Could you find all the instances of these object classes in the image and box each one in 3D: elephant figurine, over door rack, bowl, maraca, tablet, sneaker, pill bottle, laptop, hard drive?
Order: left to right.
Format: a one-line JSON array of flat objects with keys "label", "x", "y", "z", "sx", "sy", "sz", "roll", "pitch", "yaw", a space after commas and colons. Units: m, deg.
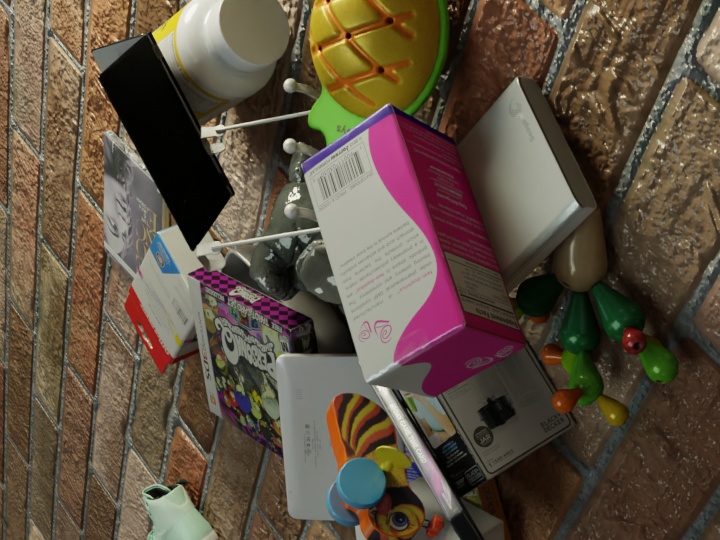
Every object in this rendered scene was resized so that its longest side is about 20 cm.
[{"label": "laptop", "x": -0.221, "y": -0.128, "z": 1.320, "sx": 0.199, "sy": 0.116, "sz": 0.189, "roll": 0, "pitch": 123, "yaw": 52}, {"label": "sneaker", "x": -0.295, "y": 0.378, "z": 1.957, "sx": 0.200, "sy": 0.073, "sz": 0.119, "roll": -32, "pitch": 89, "yaw": 47}, {"label": "pill bottle", "x": -0.154, "y": -0.223, "z": 1.353, "sx": 0.199, "sy": 0.111, "sz": 0.114, "roll": -17, "pitch": 96, "yaw": 57}, {"label": "over door rack", "x": -0.076, "y": -0.096, "z": 1.228, "sx": 0.197, "sy": 0.067, "sz": 0.150, "roll": -15, "pitch": 59, "yaw": 23}, {"label": "bowl", "x": -0.083, "y": 0.083, "z": 1.473, "sx": 0.200, "sy": 0.074, "sz": 0.201, "roll": 50, "pitch": 144, "yaw": 26}, {"label": "tablet", "x": -0.019, "y": 0.176, "z": 1.360, "sx": 0.014, "sy": 0.128, "sz": 0.203, "roll": -80, "pitch": -11, "yaw": -63}, {"label": "elephant figurine", "x": 0.000, "y": 0.000, "z": 1.273, "sx": 0.199, "sy": 0.142, "sz": 0.155, "roll": 29, "pitch": 169, "yaw": 36}, {"label": "maraca", "x": 0.012, "y": -0.184, "z": 1.127, "sx": 0.136, "sy": 0.106, "sz": 0.203, "roll": 23, "pitch": 113, "yaw": 30}, {"label": "hard drive", "x": 0.104, "y": -0.045, "z": 1.096, "sx": 0.200, "sy": 0.026, "sz": 0.133, "roll": -49, "pitch": 51, "yaw": 40}]

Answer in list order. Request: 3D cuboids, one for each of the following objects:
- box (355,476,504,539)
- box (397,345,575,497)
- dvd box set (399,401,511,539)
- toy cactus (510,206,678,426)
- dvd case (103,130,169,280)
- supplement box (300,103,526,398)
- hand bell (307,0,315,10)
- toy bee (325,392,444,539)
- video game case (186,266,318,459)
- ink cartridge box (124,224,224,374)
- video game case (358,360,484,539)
[{"label": "box", "x": 0.075, "y": 0.334, "z": 1.318, "sx": 0.124, "sy": 0.097, "sz": 0.203, "roll": 21, "pitch": 125, "yaw": 46}, {"label": "box", "x": 0.092, "y": 0.086, "z": 1.187, "sx": 0.202, "sy": 0.116, "sz": 0.060, "roll": 59, "pitch": 149, "yaw": 10}, {"label": "dvd box set", "x": 0.089, "y": 0.232, "z": 1.354, "sx": 0.145, "sy": 0.029, "sz": 0.203, "roll": -5, "pitch": 105, "yaw": 56}, {"label": "toy cactus", "x": 0.171, "y": 0.031, "z": 1.073, "sx": 0.199, "sy": 0.101, "sz": 0.168, "roll": 21, "pitch": 116, "yaw": 57}, {"label": "dvd case", "x": -0.302, "y": -0.067, "z": 1.751, "sx": 0.148, "sy": 0.016, "sz": 0.202, "roll": 41, "pitch": 140, "yaw": 34}, {"label": "supplement box", "x": 0.041, "y": -0.013, "z": 1.054, "sx": 0.101, "sy": 0.103, "sz": 0.203, "roll": -30, "pitch": 61, "yaw": 27}, {"label": "hand bell", "x": -0.060, "y": -0.283, "z": 1.229, "sx": 0.201, "sy": 0.104, "sz": 0.104, "roll": 51, "pitch": 146, "yaw": 2}, {"label": "toy bee", "x": 0.021, "y": 0.219, "z": 1.238, "sx": 0.131, "sy": 0.107, "sz": 0.204, "roll": 152, "pitch": 122, "yaw": -74}, {"label": "video game case", "x": -0.112, "y": 0.107, "z": 1.432, "sx": 0.199, "sy": 0.036, "sz": 0.184, "roll": 25, "pitch": 130, "yaw": 45}, {"label": "ink cartridge box", "x": -0.229, "y": 0.037, "z": 1.662, "sx": 0.117, "sy": 0.067, "sz": 0.200, "roll": 58, "pitch": 146, "yaw": 14}, {"label": "video game case", "x": 0.066, "y": 0.185, "z": 1.211, "sx": 0.201, "sy": 0.019, "sz": 0.143, "roll": 59, "pitch": 180, "yaw": 43}]
